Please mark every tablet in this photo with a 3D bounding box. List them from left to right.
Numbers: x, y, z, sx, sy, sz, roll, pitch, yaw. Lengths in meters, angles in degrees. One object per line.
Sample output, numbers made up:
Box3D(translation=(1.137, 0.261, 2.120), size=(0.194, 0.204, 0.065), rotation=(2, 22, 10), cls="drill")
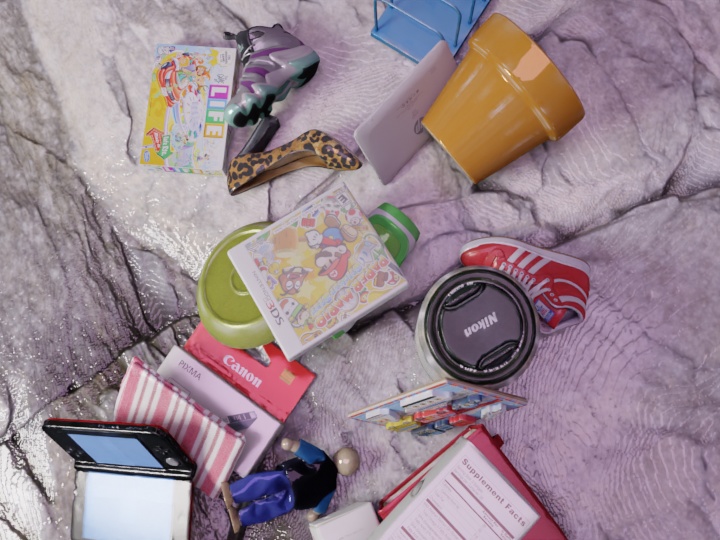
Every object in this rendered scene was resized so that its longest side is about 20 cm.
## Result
Box3D(translation=(0.080, -0.235, 1.201), size=(0.200, 0.130, 0.014), rotation=(-47, 52, -7), cls="tablet")

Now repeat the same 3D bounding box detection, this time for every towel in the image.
Box3D(translation=(-0.256, 0.221, 1.118), size=(0.198, 0.147, 0.030), rotation=(34, 39, 5), cls="towel")

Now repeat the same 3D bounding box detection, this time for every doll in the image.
Box3D(translation=(-0.093, 0.296, 1.119), size=(0.196, 0.048, 0.139), rotation=(-16, 109, -12), cls="doll")

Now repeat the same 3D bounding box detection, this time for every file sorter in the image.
Box3D(translation=(0.124, -0.441, 1.240), size=(0.137, 0.123, 0.202), rotation=(32, 81, 7), cls="file sorter")

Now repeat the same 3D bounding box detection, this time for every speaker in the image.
Box3D(translation=(0.000, 0.000, 1.174), size=(0.088, 0.089, 0.201), rotation=(38, 82, 9), cls="speaker")

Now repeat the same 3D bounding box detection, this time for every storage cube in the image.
Box3D(translation=(0.144, 0.331, 1.057), size=(0.199, 0.171, 0.181), rotation=(-37, 80, -5), cls="storage cube")

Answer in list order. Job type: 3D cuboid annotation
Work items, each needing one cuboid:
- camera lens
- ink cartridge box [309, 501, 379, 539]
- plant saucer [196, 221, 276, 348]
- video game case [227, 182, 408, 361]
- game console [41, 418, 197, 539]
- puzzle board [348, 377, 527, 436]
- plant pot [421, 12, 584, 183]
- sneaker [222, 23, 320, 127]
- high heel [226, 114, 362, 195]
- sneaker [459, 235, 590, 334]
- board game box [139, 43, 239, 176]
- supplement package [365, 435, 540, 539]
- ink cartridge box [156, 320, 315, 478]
Box3D(translation=(0.154, 0.089, 1.091), size=(0.156, 0.200, 0.164), rotation=(0, 78, 2), cls="camera lens")
Box3D(translation=(0.006, 0.417, 1.053), size=(0.086, 0.146, 0.203), rotation=(-21, 77, -13), cls="ink cartridge box")
Box3D(translation=(-0.161, 0.013, 1.168), size=(0.196, 0.031, 0.204), rotation=(-9, 65, 19), cls="plant saucer")
Box3D(translation=(-0.060, -0.002, 1.117), size=(0.198, 0.023, 0.184), rotation=(-31, 73, -9), cls="video game case")
Box3D(translation=(-0.337, 0.298, 1.090), size=(0.196, 0.174, 0.120), rotation=(0, 51, 17), cls="game console")
Box3D(translation=(0.099, 0.187, 1.051), size=(0.149, 0.199, 0.018), rotation=(18, 58, -34), cls="puzzle board")
Box3D(translation=(0.195, -0.236, 1.171), size=(0.183, 0.200, 0.201), rotation=(-43, 80, 9), cls="plant pot")
Box3D(translation=(-0.171, -0.315, 1.228), size=(0.140, 0.078, 0.200), rotation=(43, 56, 5), cls="sneaker")
Box3D(translation=(-0.104, -0.147, 1.209), size=(0.197, 0.072, 0.144), rotation=(23, 73, 23), cls="high heel")
Box3D(translation=(0.236, 0.022, 1.150), size=(0.196, 0.072, 0.114), rotation=(11, 52, 3), cls="sneaker")
Box3D(translation=(-0.268, -0.255, 1.260), size=(0.131, 0.034, 0.204), rotation=(4, 79, 2), cls="board game box")
Box3D(translation=(0.094, 0.307, 0.918), size=(0.117, 0.117, 0.200), rotation=(44, 85, 9), cls="supplement package")
Box3D(translation=(-0.193, 0.171, 1.167), size=(0.198, 0.045, 0.178), rotation=(34, 83, 8), cls="ink cartridge box")
